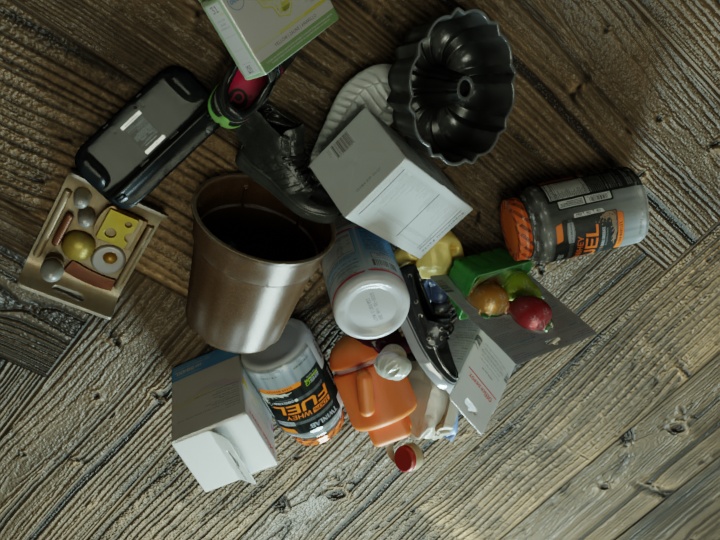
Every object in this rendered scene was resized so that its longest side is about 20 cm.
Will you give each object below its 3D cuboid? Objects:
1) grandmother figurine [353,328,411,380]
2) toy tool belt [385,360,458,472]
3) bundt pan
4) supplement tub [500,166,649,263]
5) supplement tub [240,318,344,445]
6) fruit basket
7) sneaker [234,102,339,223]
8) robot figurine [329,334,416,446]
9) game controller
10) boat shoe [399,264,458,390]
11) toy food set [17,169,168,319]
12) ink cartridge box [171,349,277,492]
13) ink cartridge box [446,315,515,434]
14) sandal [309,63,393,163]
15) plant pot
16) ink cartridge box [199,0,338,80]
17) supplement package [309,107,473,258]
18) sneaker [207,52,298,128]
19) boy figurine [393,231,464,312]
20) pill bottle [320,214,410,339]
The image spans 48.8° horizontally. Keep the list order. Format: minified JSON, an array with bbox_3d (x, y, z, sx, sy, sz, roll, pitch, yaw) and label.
[{"bbox_3d":[0.035,0.095,1.217,0.121,0.200,0.061,5,121,-15],"label":"grandmother figurine"},{"bbox_3d":[0.129,0.249,1.383,0.123,0.125,0.200,0,103,-45],"label":"toy tool belt"},{"bbox_3d":[0.113,-0.242,1.052,0.202,0.076,0.202,-11,108,-38],"label":"bundt pan"},{"bbox_3d":[0.323,-0.082,1.210,0.200,0.123,0.123,-13,124,-3],"label":"supplement tub"},{"bbox_3d":[-0.104,0.186,1.296,0.122,0.123,0.200,-22,125,3],"label":"supplement tub"},{"bbox_3d":[0.228,0.058,1.202,0.185,0.200,0.094,-14,141,-37],"label":"fruit basket"},{"bbox_3d":[-0.099,-0.155,1.083,0.200,0.060,0.104,34,126,1],"label":"sneaker"},{"bbox_3d":[0.020,0.180,1.285,0.117,0.144,0.200,-20,92,46],"label":"robot figurine"},{"bbox_3d":[-0.281,-0.176,1.056,0.200,0.042,0.104,-43,107,1],"label":"game controller"},{"bbox_3d":[0.105,0.081,1.198,0.066,0.070,0.200,-29,84,24],"label":"boat shoe"},{"bbox_3d":[-0.382,-0.032,1.131,0.143,0.060,0.200,25,115,-25],"label":"toy food set"},{"bbox_3d":[-0.218,0.238,1.258,0.125,0.200,0.129,-22,124,3],"label":"ink cartridge box"},{"bbox_3d":[0.188,0.151,1.297,0.116,0.067,0.200,50,58,-32],"label":"ink cartridge box"},{"bbox_3d":[-0.011,-0.206,1.106,0.082,0.050,0.203,36,112,-11],"label":"sandal"},{"bbox_3d":[-0.160,-0.001,1.130,0.200,0.200,0.198,10,127,-18],"label":"plant pot"},{"bbox_3d":[-0.128,-0.345,0.920,0.146,0.048,0.200,-46,119,-31],"label":"ink cartridge box"},{"bbox_3d":[0.046,-0.114,1.094,0.114,0.110,0.200,-43,146,15],"label":"supplement package"},{"bbox_3d":[-0.118,-0.266,0.998,0.077,0.084,0.200,28,87,-25],"label":"sneaker"},{"bbox_3d":[0.101,-0.025,1.236,0.124,0.064,0.200,-9,123,-10],"label":"boy figurine"},{"bbox_3d":[0.000,0.000,1.148,0.109,0.200,0.109,-5,124,-8],"label":"pill bottle"}]
